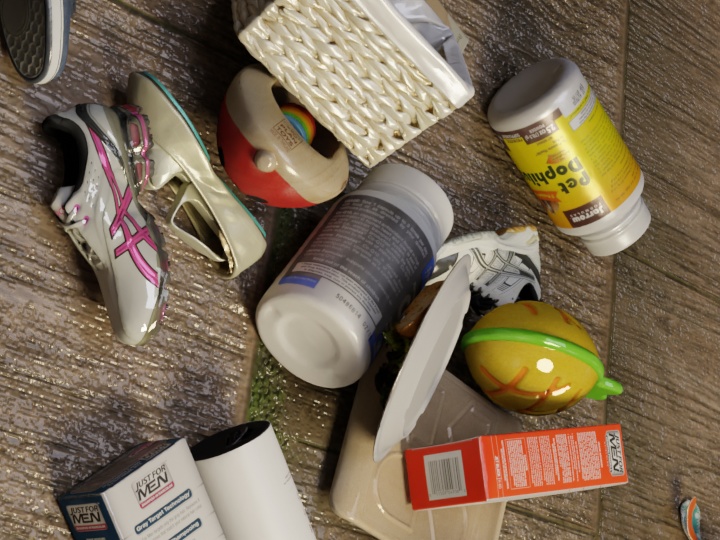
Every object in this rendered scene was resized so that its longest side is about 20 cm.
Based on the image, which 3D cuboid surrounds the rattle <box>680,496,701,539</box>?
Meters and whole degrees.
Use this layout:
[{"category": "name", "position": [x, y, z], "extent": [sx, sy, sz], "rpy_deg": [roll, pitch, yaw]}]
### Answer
[{"category": "rattle", "position": [0.382, 0.370, 2.062], "extent": [0.200, 0.143, 0.130], "rpy_deg": [46, 18, -12]}]

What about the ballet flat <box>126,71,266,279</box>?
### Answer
[{"category": "ballet flat", "position": [-0.150, -0.074, 1.562], "extent": [0.201, 0.069, 0.070], "rpy_deg": [55, 48, -25]}]

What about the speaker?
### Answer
[{"category": "speaker", "position": [-0.077, 0.230, 1.561], "extent": [0.081, 0.081, 0.201], "rpy_deg": [-32, 106, -45]}]

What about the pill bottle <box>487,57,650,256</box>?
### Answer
[{"category": "pill bottle", "position": [0.224, -0.114, 1.931], "extent": [0.201, 0.109, 0.110], "rpy_deg": [54, 48, -24]}]

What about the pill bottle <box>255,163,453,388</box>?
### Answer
[{"category": "pill bottle", "position": [0.000, 0.000, 1.665], "extent": [0.114, 0.113, 0.200], "rpy_deg": [56, 48, -23]}]

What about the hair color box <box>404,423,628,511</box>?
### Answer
[{"category": "hair color box", "position": [0.148, 0.183, 1.727], "extent": [0.199, 0.101, 0.062], "rpy_deg": [1, 79, -44]}]

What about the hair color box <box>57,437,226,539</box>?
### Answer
[{"category": "hair color box", "position": [-0.155, 0.247, 1.487], "extent": [0.100, 0.060, 0.201], "rpy_deg": [-32, 106, -46]}]

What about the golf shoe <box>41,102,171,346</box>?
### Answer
[{"category": "golf shoe", "position": [-0.209, -0.035, 1.488], "extent": [0.091, 0.072, 0.202], "rpy_deg": [-4, 77, -33]}]

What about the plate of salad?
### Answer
[{"category": "plate of salad", "position": [0.047, 0.074, 1.632], "extent": [0.200, 0.048, 0.201], "rpy_deg": [24, 90, -80]}]

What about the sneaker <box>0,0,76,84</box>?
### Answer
[{"category": "sneaker", "position": [-0.221, -0.247, 1.505], "extent": [0.145, 0.077, 0.204], "rpy_deg": [3, 79, -44]}]

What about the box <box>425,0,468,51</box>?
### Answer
[{"category": "box", "position": [0.007, -0.252, 1.749], "extent": [0.200, 0.077, 0.095], "rpy_deg": [48, 51, -29]}]

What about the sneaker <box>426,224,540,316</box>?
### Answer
[{"category": "sneaker", "position": [0.118, 0.007, 1.818], "extent": [0.199, 0.075, 0.089], "rpy_deg": [-8, 88, -47]}]

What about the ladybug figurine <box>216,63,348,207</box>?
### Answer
[{"category": "ladybug figurine", "position": [-0.073, -0.110, 1.599], "extent": [0.136, 0.072, 0.200], "rpy_deg": [51, 16, -4]}]

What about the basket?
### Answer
[{"category": "basket", "position": [-0.012, -0.209, 1.628], "extent": [0.200, 0.123, 0.136], "rpy_deg": [44, 18, -27]}]

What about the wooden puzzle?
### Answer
[{"category": "wooden puzzle", "position": [0.057, 0.183, 1.744], "extent": [0.199, 0.046, 0.187], "rpy_deg": [33, 59, -33]}]

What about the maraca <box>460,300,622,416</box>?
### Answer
[{"category": "maraca", "position": [0.178, 0.093, 1.815], "extent": [0.200, 0.136, 0.108], "rpy_deg": [35, 64, -52]}]
